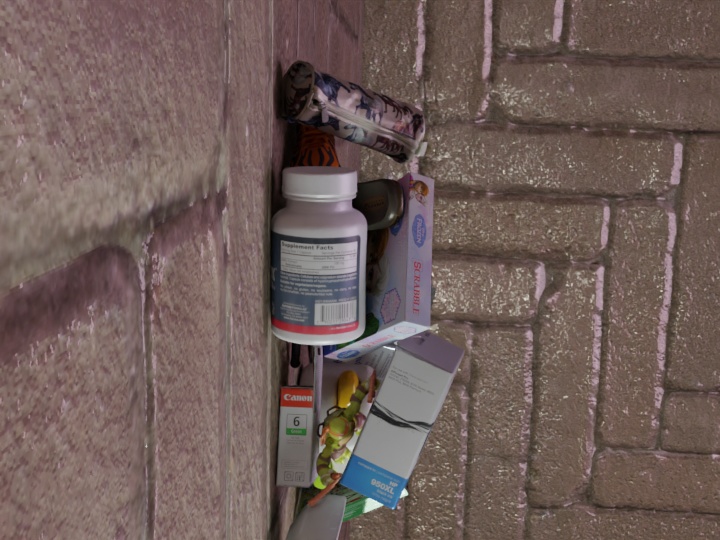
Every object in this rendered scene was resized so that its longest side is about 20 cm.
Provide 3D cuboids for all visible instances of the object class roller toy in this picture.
[{"bbox_3d":[-0.033,0.247,1.457,0.183,0.138,0.202,-79,171,-77],"label":"roller toy"}]

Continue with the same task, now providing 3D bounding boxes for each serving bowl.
[{"bbox_3d":[-0.077,0.396,1.172,0.200,0.065,0.202,18,90,-89],"label":"serving bowl"}]

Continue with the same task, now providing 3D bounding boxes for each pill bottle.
[{"bbox_3d":[-0.050,-0.022,1.051,0.120,0.118,0.202,-77,168,-78],"label":"pill bottle"}]

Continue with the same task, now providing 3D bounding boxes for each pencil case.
[{"bbox_3d":[-0.005,-0.201,1.121,0.078,0.199,0.090,-56,-143,27],"label":"pencil case"}]

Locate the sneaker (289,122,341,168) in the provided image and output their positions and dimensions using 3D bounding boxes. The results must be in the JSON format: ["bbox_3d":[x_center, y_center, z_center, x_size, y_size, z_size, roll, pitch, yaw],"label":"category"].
[{"bbox_3d":[-0.069,-0.186,1.174,0.200,0.077,0.113,-103,-173,-61],"label":"sneaker"}]

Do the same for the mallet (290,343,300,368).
[{"bbox_3d":[-0.090,0.068,1.216,0.066,0.041,0.201,-86,-179,-57],"label":"mallet"}]

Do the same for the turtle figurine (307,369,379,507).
[{"bbox_3d":[-0.031,0.234,1.220,0.161,0.064,0.201,79,34,-73],"label":"turtle figurine"}]

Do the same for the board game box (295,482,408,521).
[{"bbox_3d":[-0.013,0.370,1.466,0.029,0.199,0.135,62,11,-15],"label":"board game box"}]

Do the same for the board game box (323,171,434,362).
[{"bbox_3d":[0.022,0.000,1.134,0.199,0.041,0.202,-30,-128,53],"label":"board game box"}]

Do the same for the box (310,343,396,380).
[{"bbox_3d":[0.017,0.095,1.632,0.105,0.198,0.185,114,-15,-47],"label":"box"}]

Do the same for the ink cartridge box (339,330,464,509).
[{"bbox_3d":[0.058,0.190,1.155,0.145,0.084,0.201,-31,143,-75],"label":"ink cartridge box"}]

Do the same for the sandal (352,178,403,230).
[{"bbox_3d":[-0.023,-0.071,1.123,0.199,0.054,0.083,-10,-96,51],"label":"sandal"}]

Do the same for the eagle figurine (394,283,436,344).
[{"bbox_3d":[0.047,0.062,1.478,0.200,0.149,0.153,-80,177,-83],"label":"eagle figurine"}]

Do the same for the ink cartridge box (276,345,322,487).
[{"bbox_3d":[-0.085,0.200,1.235,0.109,0.050,0.202,65,27,-83],"label":"ink cartridge box"}]
